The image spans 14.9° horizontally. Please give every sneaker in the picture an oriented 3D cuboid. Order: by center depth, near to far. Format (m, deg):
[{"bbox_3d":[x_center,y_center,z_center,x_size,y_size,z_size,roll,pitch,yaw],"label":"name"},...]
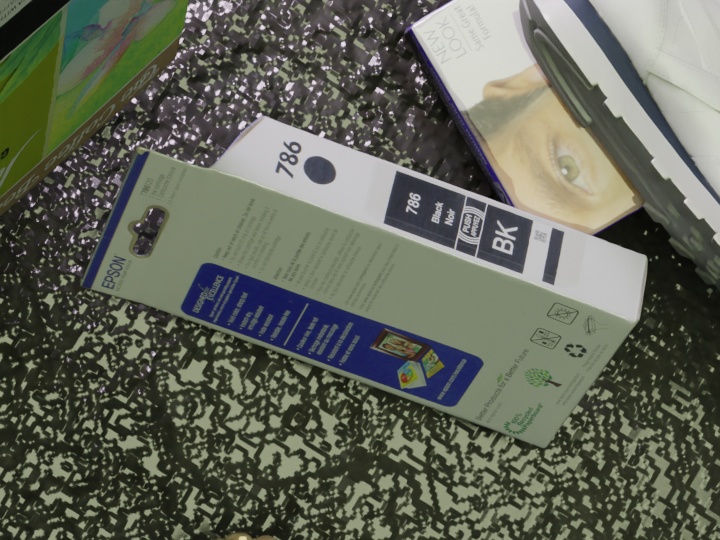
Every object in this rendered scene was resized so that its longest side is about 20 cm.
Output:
[{"bbox_3d":[0.145,-0.044,1.030,0.080,0.076,0.200,-37,98,-9],"label":"sneaker"}]

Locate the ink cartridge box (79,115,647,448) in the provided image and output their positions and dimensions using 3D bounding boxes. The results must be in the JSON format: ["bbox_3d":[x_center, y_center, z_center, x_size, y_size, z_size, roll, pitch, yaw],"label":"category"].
[{"bbox_3d":[0.000,0.000,1.060,0.200,0.099,0.039,19,53,-9],"label":"ink cartridge box"}]

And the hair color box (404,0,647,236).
[{"bbox_3d":[0.130,-0.098,1.090,0.200,0.065,0.109,-30,93,1],"label":"hair color box"}]

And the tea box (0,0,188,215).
[{"bbox_3d":[-0.160,-0.099,0.888,0.134,0.197,0.200,41,64,10],"label":"tea box"}]

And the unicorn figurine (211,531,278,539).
[{"bbox_3d":[-0.068,0.191,1.059,0.137,0.074,0.200,24,84,1],"label":"unicorn figurine"}]
